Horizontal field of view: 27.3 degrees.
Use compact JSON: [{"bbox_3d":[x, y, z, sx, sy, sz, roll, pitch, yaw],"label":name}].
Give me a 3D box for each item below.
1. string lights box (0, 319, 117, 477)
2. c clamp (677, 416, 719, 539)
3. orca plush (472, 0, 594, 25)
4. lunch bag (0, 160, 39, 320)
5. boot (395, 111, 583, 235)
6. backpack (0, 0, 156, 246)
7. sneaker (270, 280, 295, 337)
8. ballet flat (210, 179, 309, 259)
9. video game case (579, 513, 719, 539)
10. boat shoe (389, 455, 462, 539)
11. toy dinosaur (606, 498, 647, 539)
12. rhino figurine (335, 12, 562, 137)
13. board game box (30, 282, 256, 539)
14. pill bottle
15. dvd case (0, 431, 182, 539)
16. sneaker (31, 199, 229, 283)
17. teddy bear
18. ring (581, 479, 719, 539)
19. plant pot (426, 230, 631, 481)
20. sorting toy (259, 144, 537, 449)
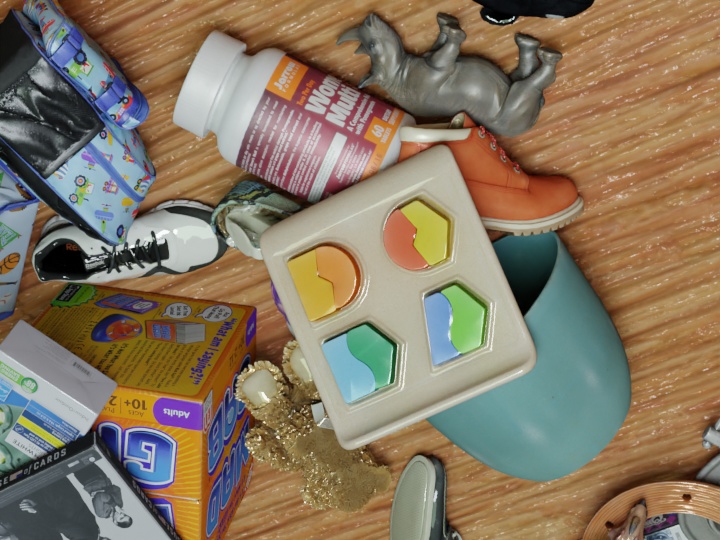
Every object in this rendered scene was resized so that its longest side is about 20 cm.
[{"bbox_3d":[-0.306,0.154,1.286,0.102,0.059,0.201,33,114,-6],"label":"string lights box"},{"bbox_3d":[0.389,0.215,1.382,0.199,0.027,0.172,35,110,-5],"label":"c clamp"},{"bbox_3d":[0.106,-0.266,1.245,0.199,0.071,0.105,38,114,-6],"label":"orca plush"},{"bbox_3d":[-0.413,-0.057,1.388,0.200,0.123,0.171,45,133,19],"label":"lunch bag"},{"bbox_3d":[0.114,-0.083,1.286,0.198,0.075,0.109,-4,98,-31],"label":"boot"},{"bbox_3d":[-0.255,-0.127,1.320,0.134,0.183,0.200,-43,118,1],"label":"backpack"},{"bbox_3d":[0.000,0.000,1.356,0.198,0.081,0.088,-26,148,19],"label":"sneaker"},{"bbox_3d":[-0.056,-0.020,1.296,0.199,0.074,0.075,22,121,39],"label":"ballet flat"},{"bbox_3d":[0.324,0.333,1.471,0.179,0.036,0.202,-23,106,18],"label":"video game case"},{"bbox_3d":[0.069,0.278,1.493,0.067,0.072,0.203,-6,108,-26],"label":"boat shoe"},{"bbox_3d":[0.244,0.326,1.360,0.085,0.136,0.203,-12,67,-3],"label":"toy dinosaur"},{"bbox_3d":[0.072,-0.175,1.297,0.197,0.060,0.089,15,112,6],"label":"rhino figurine"},{"bbox_3d":[-0.219,0.153,1.412,0.197,0.200,0.203,7,114,8],"label":"board game box"},{"bbox_3d":[-0.059,-0.129,1.313,0.198,0.110,0.110,26,115,-1],"label":"pill bottle"},{"bbox_3d":[-0.241,0.242,1.288,0.149,0.025,0.201,-26,124,8],"label":"dvd case"},{"bbox_3d":[-0.220,-0.017,1.408,0.197,0.080,0.075,-6,111,12],"label":"sneaker"},{"bbox_3d":[-0.043,0.145,1.428,0.145,0.067,0.200,-45,123,6],"label":"teddy bear"},{"bbox_3d":[0.309,0.280,1.412,0.197,0.019,0.203,8,119,14],"label":"ring"},{"bbox_3d":[0.147,0.089,1.324,0.200,0.201,0.161,-36,110,22],"label":"plant pot"},{"bbox_3d":[0.026,0.022,1.211,0.183,0.036,0.202,-25,81,14],"label":"sorting toy"}]
